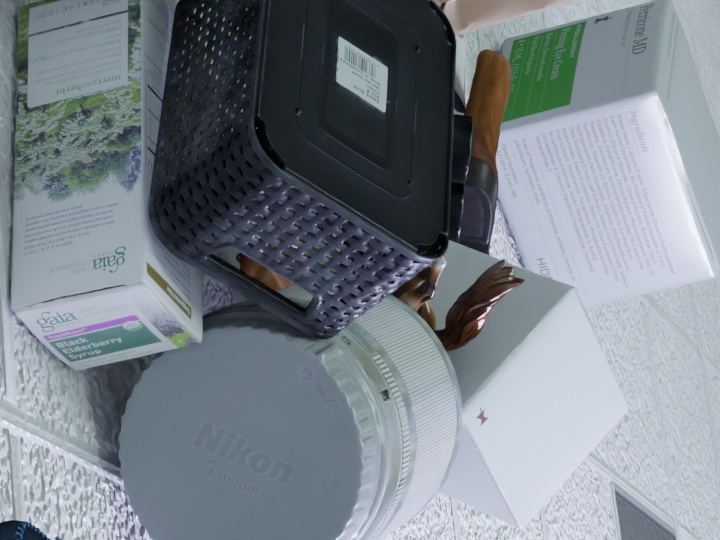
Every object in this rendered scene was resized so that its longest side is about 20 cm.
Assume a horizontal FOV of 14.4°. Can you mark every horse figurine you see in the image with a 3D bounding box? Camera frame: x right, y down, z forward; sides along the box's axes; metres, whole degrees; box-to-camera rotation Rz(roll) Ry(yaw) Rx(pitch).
[{"bbox_3d":[0.000,0.000,1.749,0.050,0.200,0.133,-43,151,-42],"label":"horse figurine"}]

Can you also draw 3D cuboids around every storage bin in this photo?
[{"bbox_3d":[-0.028,-0.081,1.558,0.135,0.094,0.200,31,42,-27],"label":"storage bin"}]

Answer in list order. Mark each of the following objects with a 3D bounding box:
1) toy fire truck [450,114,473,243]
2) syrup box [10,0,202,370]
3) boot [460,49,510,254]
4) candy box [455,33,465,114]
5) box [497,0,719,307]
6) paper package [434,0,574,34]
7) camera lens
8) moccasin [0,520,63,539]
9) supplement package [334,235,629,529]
[{"bbox_3d":[0.008,-0.082,1.994,0.200,0.128,0.176,-86,-179,-56],"label":"toy fire truck"},{"bbox_3d":[-0.138,-0.054,1.568,0.081,0.079,0.200,50,32,-56],"label":"syrup box"},{"bbox_3d":[0.070,-0.043,2.150,0.200,0.068,0.189,-78,173,-57],"label":"boot"},{"bbox_3d":[0.015,-0.233,2.183,0.200,0.071,0.168,57,26,-47],"label":"candy box"},{"bbox_3d":[0.223,-0.103,2.564,0.199,0.171,0.200,-73,146,-58],"label":"box"},{"bbox_3d":[0.136,-0.283,2.156,0.200,0.190,0.104,-77,148,-57],"label":"paper package"},{"bbox_3d":[-0.037,0.092,1.643,0.200,0.160,0.160,-19,95,-72],"label":"camera lens"},{"bbox_3d":[-0.128,0.186,1.446,0.200,0.068,0.081,57,26,-47],"label":"moccasin"},{"bbox_3d":[0.050,0.060,1.828,0.117,0.200,0.117,-45,132,-21],"label":"supplement package"}]
